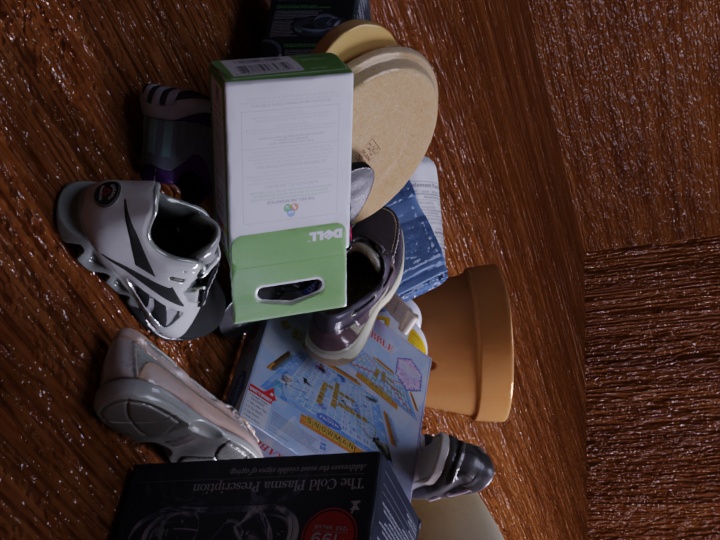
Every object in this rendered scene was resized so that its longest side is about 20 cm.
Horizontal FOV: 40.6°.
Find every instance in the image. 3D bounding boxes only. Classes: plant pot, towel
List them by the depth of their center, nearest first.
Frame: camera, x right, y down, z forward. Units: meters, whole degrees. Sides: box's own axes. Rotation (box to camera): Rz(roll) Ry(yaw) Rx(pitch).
[{"bbox_3d":[0.019,-0.061,1.120,0.110,0.048,0.203,-22,85,-31],"label":"towel"},{"bbox_3d":[0.109,0.358,1.197,0.188,0.184,0.203,52,22,-55],"label":"plant pot"},{"bbox_3d":[0.113,0.096,1.263,0.200,0.137,0.205,178,-90,-89],"label":"plant pot"}]

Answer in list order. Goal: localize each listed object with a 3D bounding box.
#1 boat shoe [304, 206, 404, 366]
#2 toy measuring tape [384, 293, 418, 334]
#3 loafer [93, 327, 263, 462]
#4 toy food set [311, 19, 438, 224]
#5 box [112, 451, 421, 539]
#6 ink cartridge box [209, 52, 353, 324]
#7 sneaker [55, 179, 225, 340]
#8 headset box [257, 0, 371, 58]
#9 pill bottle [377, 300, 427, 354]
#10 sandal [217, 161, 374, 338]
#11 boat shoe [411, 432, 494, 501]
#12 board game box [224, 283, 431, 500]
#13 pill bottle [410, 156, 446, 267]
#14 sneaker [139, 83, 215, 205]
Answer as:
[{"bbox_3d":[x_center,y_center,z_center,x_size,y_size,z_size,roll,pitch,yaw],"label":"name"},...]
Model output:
[{"bbox_3d":[0.000,0.000,0.930,0.066,0.071,0.202,100,13,-46],"label":"boat shoe"},{"bbox_3d":[-0.014,-0.006,1.010,0.200,0.073,0.074,50,-7,43],"label":"toy measuring tape"},{"bbox_3d":[-0.127,0.110,0.743,0.200,0.071,0.064,51,29,-51],"label":"loafer"},{"bbox_3d":[-0.008,-0.120,0.895,0.049,0.199,0.199,43,15,30],"label":"toy food set"},{"bbox_3d":[-0.071,0.232,0.656,0.105,0.196,0.185,63,27,-46],"label":"box"},{"bbox_3d":[-0.064,-0.066,0.784,0.059,0.102,0.204,-129,-144,-56],"label":"ink cartridge box"},{"bbox_3d":[-0.135,-0.003,0.730,0.200,0.087,0.076,50,36,-59],"label":"sneaker"},{"bbox_3d":[-0.039,-0.203,1.008,0.176,0.091,0.203,79,15,-54],"label":"headset box"},{"bbox_3d":[0.020,0.115,1.097,0.202,0.102,0.106,-71,148,-50],"label":"pill bottle"},{"bbox_3d":[-0.048,-0.011,0.868,0.201,0.045,0.075,-49,150,-11],"label":"sandal"},{"bbox_3d":[0.079,0.197,0.950,0.200,0.056,0.068,122,-11,-75],"label":"boat shoe"},{"bbox_3d":[-0.025,0.116,0.925,0.199,0.041,0.202,37,41,-21],"label":"board game box"},{"bbox_3d":[0.043,-0.090,1.221,0.114,0.112,0.205,9,75,-70],"label":"pill bottle"},{"bbox_3d":[-0.128,-0.097,0.836,0.199,0.073,0.090,7,95,-64],"label":"sneaker"}]
